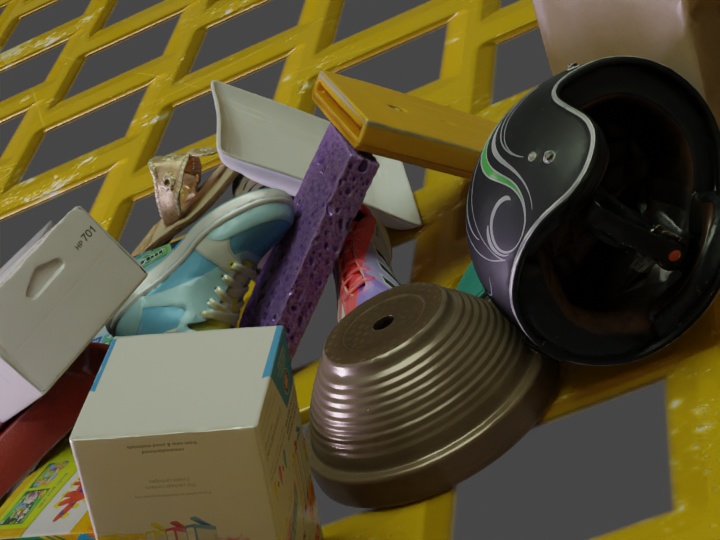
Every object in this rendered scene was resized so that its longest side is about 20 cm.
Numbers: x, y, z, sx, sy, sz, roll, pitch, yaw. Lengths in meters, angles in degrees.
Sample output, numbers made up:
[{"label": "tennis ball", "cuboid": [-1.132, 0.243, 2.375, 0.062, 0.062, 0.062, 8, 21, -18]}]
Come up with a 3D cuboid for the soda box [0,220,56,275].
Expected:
[{"label": "soda box", "cuboid": [-0.337, 0.044, 1.889, 0.200, 0.068, 0.064, -40, 16, 30]}]

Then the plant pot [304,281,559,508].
[{"label": "plant pot", "cuboid": [0.037, 0.073, 1.448, 0.200, 0.093, 0.201, -24, 23, 11]}]

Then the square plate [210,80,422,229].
[{"label": "square plate", "cuboid": [-0.047, -0.102, 1.831, 0.200, 0.197, 0.029, -103, 36, -65]}]

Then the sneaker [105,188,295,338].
[{"label": "sneaker", "cuboid": [-0.114, 0.032, 1.666, 0.200, 0.079, 0.131, -39, 60, 16]}]

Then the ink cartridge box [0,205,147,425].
[{"label": "ink cartridge box", "cuboid": [-0.279, 0.051, 1.617, 0.147, 0.086, 0.200, -51, 12, -33]}]

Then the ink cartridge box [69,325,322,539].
[{"label": "ink cartridge box", "cuboid": [-0.101, 0.158, 1.330, 0.124, 0.201, 0.129, -5, 28, 10]}]

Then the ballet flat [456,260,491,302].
[{"label": "ballet flat", "cuboid": [0.147, -0.033, 1.547, 0.201, 0.072, 0.072, -59, 18, 15]}]

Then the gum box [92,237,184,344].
[{"label": "gum box", "cuboid": [-0.212, 0.048, 1.842, 0.169, 0.045, 0.200, -20, 26, 22]}]

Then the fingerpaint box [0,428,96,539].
[{"label": "fingerpaint box", "cuboid": [-0.171, 0.162, 1.530, 0.166, 0.074, 0.200, -11, 30, 39]}]

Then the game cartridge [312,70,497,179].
[{"label": "game cartridge", "cuboid": [0.070, -0.113, 1.699, 0.176, 0.199, 0.033, -125, 54, -67]}]

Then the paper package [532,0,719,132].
[{"label": "paper package", "cuboid": [0.243, -0.150, 1.531, 0.103, 0.192, 0.200, -26, 22, -24]}]

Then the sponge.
[{"label": "sponge", "cuboid": [-0.046, -0.019, 1.668, 0.201, 0.030, 0.112, -66, 18, 12]}]

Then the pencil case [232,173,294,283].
[{"label": "pencil case", "cuboid": [-0.073, -0.050, 1.834, 0.090, 0.078, 0.200, -54, 18, 14]}]

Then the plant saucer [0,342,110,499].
[{"label": "plant saucer", "cuboid": [-0.283, 0.136, 1.644, 0.200, 0.037, 0.200, -44, 9, 1]}]

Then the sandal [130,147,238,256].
[{"label": "sandal", "cuboid": [-0.184, -0.077, 1.927, 0.212, 0.069, 0.078, -46, 15, 32]}]

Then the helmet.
[{"label": "helmet", "cuboid": [0.169, -0.047, 1.414, 0.199, 0.201, 0.191, -24, 31, 12]}]

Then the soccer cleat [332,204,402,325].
[{"label": "soccer cleat", "cuboid": [0.000, 0.000, 1.655, 0.066, 0.077, 0.200, -26, 23, 8]}]
